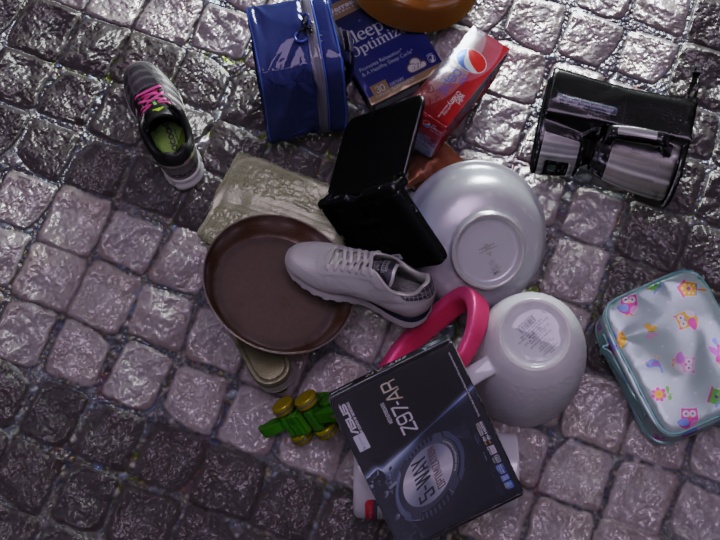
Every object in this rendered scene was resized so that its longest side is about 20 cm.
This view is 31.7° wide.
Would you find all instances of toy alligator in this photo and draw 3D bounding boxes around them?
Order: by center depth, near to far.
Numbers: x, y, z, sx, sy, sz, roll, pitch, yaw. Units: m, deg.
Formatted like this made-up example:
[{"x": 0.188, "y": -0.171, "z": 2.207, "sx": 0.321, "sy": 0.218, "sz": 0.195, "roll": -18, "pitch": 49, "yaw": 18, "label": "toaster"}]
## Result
[{"x": -0.044, "y": 0.171, "z": 1.581, "sx": 0.060, "sy": 0.199, "sz": 0.054, "roll": 57, "pitch": 39, "yaw": -19, "label": "toy alligator"}]

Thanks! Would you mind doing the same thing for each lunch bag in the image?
[{"x": 0.392, "y": 0.109, "z": 1.607, "sx": 0.159, "sy": 0.077, "sz": 0.202, "roll": -23, "pitch": 72, "yaw": -4, "label": "lunch bag"}, {"x": -0.074, "y": -0.272, "z": 1.683, "sx": 0.131, "sy": 0.200, "sz": 0.137, "roll": -10, "pitch": 66, "yaw": -5, "label": "lunch bag"}]

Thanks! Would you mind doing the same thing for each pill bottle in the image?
[{"x": 0.091, "y": 0.244, "z": 1.549, "sx": 0.197, "sy": 0.120, "sz": 0.121, "roll": 1, "pitch": 71, "yaw": 2, "label": "pill bottle"}]

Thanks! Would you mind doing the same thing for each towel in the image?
[{"x": -0.106, "y": -0.067, "z": 1.702, "sx": 0.198, "sy": 0.037, "sz": 0.150, "roll": 20, "pitch": 74, "yaw": 8, "label": "towel"}]

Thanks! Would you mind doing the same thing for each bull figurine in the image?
[{"x": 0.106, "y": -0.115, "z": 1.697, "sx": 0.199, "sy": 0.065, "sz": 0.122, "roll": 37, "pitch": 80, "yaw": 15, "label": "bull figurine"}]

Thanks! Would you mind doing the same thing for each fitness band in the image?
[{"x": 0.082, "y": 0.101, "z": 1.564, "sx": 0.037, "sy": 0.200, "sz": 0.144, "roll": 35, "pitch": 38, "yaw": -17, "label": "fitness band"}]

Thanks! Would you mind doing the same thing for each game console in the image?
[{"x": 0.042, "y": -0.103, "z": 1.602, "sx": 0.116, "sy": 0.199, "sz": 0.177, "roll": -42, "pitch": 106, "yaw": -24, "label": "game console"}]

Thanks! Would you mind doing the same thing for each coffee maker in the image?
[{"x": 0.337, "y": -0.195, "z": 1.696, "sx": 0.198, "sy": 0.135, "sz": 0.193, "roll": 16, "pitch": 49, "yaw": 6, "label": "coffee maker"}]

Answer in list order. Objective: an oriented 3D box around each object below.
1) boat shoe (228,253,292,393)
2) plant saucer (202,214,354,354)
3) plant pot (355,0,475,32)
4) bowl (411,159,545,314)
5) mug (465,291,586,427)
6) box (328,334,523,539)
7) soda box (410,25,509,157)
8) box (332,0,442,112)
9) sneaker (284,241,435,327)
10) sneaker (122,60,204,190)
[{"x": -0.142, "y": 0.068, "z": 1.641, "sx": 0.074, "sy": 0.069, "sz": 0.202, "roll": -18, "pitch": 67, "yaw": -4, "label": "boat shoe"}, {"x": -0.105, "y": 0.022, "z": 1.611, "sx": 0.198, "sy": 0.032, "sz": 0.202, "roll": 9, "pitch": 57, "yaw": -14, "label": "plant saucer"}, {"x": 0.088, "y": -0.460, "z": 1.726, "sx": 0.198, "sy": 0.184, "sz": 0.202, "roll": 5, "pitch": 64, "yaw": -9, "label": "plant pot"}, {"x": 0.151, "y": -0.033, "z": 1.606, "sx": 0.198, "sy": 0.090, "sz": 0.204, "roll": -2, "pitch": 103, "yaw": -8, "label": "bowl"}, {"x": 0.184, "y": 0.115, "z": 1.559, "sx": 0.198, "sy": 0.176, "sz": 0.149, "roll": -28, "pitch": 73, "yaw": -7, "label": "mug"}, {"x": 0.075, "y": 0.198, "z": 1.464, "sx": 0.159, "sy": 0.044, "sz": 0.202, "roll": -25, "pitch": 93, "yaw": 4, "label": "box"}, {"x": 0.123, "y": -0.239, "z": 1.694, "sx": 0.063, "sy": 0.070, "sz": 0.200, "roll": 33, "pitch": 52, "yaw": 6, "label": "soda box"}, {"x": 0.022, "y": -0.332, "z": 1.789, "sx": 0.120, "sy": 0.032, "sz": 0.201, "roll": -27, "pitch": 72, "yaw": -7, "label": "box"}, {"x": 0.000, "y": 0.000, "z": 1.582, "sx": 0.198, "sy": 0.081, "sz": 0.077, "roll": 17, "pitch": 63, "yaw": 9, "label": "sneaker"}, {"x": -0.271, "y": -0.211, "z": 1.727, "sx": 0.073, "sy": 0.088, "sz": 0.202, "roll": -23, "pitch": 72, "yaw": -6, "label": "sneaker"}]
